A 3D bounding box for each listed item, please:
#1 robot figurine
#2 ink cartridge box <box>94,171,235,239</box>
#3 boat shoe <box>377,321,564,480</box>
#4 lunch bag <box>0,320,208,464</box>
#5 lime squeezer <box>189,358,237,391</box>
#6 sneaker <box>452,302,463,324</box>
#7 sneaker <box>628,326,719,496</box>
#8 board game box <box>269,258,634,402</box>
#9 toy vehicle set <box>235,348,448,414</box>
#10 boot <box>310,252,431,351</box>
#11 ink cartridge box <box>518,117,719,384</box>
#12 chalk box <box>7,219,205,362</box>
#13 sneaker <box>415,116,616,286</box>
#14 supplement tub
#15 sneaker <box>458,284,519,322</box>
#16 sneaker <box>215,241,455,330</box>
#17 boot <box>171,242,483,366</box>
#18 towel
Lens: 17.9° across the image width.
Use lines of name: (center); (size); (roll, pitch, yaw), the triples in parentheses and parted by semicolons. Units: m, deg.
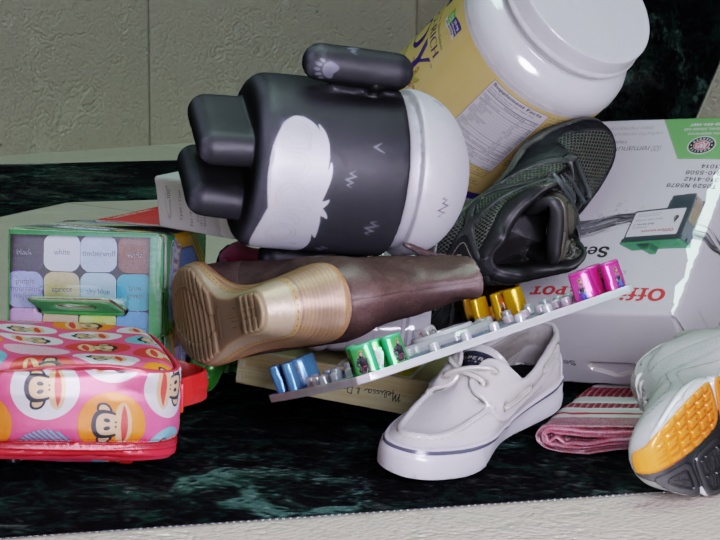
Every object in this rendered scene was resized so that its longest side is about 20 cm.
robot figurine: (-0.024, -0.074, 1.588); (0.200, 0.125, 0.150); (4, -18, -16)
ink cartridge box: (-0.077, -0.068, 1.758); (0.200, 0.045, 0.176); (-14, 15, -42)
boat shoe: (0.079, 0.082, 1.527); (0.072, 0.066, 0.200); (18, 24, 34)
lunch bag: (-0.193, 0.079, 1.561); (0.176, 0.082, 0.200); (0, 7, -11)
lime squeezer: (-0.085, 0.075, 1.754); (0.200, 0.038, 0.071); (-4, 5, -39)
sneaker: (0.016, 0.057, 1.859); (0.200, 0.070, 0.076); (4, 33, 13)
sneaker: (0.207, 0.090, 1.479); (0.092, 0.076, 0.200); (-1, 17, 32)
board game box: (0.054, 0.041, 1.522); (0.200, 0.026, 0.200); (-17, -1, -20)
toy vehicle set: (0.021, 0.074, 1.692); (0.200, 0.027, 0.124); (10, 13, 15)
boot: (0.000, 0.000, 1.707); (0.096, 0.074, 0.200); (7, 27, -5)
ink cartridge box: (0.217, -0.016, 1.732); (0.146, 0.084, 0.200); (0, 49, 34)
chalk box: (-0.198, 0.028, 1.745); (0.124, 0.124, 0.200); (3, 4, 8)
sneaker: (0.142, -0.048, 1.657); (0.199, 0.076, 0.114); (-35, 23, -35)
supplement tub: (0.117, -0.157, 1.781); (0.145, 0.145, 0.200); (-7, -26, -40)
sneaker: (0.109, -0.001, 1.802); (0.078, 0.077, 0.200); (-23, 41, 12)
sneaker: (-0.025, 0.017, 1.789); (0.200, 0.095, 0.079); (4, 48, 3)
boot: (-0.028, 0.021, 1.571); (0.166, 0.072, 0.200); (-7, 3, -27)
towel: (0.214, 0.104, 1.619); (0.144, 0.023, 0.200); (0, 6, 16)
